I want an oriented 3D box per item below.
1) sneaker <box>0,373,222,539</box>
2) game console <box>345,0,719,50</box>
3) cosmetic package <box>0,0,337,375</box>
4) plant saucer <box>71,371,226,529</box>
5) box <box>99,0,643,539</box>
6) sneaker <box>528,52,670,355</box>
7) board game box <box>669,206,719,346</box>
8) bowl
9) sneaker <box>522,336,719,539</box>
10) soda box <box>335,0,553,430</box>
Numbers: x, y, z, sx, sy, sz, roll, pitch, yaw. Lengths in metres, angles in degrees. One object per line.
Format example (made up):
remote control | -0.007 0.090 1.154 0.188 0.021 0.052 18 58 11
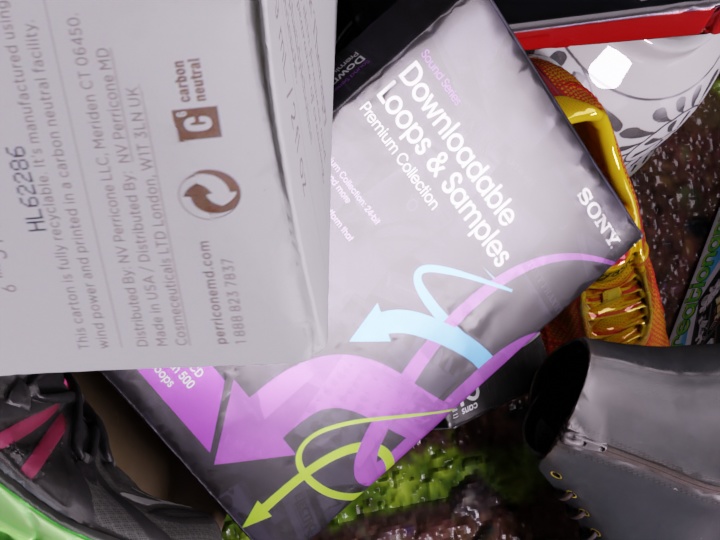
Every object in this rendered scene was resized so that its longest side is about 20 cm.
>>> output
sneaker | -0.121 0.056 0.774 0.200 0.077 0.084 36 70 -28
game console | 0.066 -0.171 0.897 0.175 0.031 0.201 -5 52 -13
cosmetic package | -0.097 -0.094 0.704 0.201 0.165 0.168 -89 174 -45
plant saucer | -0.138 0.064 0.824 0.199 0.029 0.202 5 82 -35
box | 0.000 0.000 0.822 0.200 0.036 0.143 -43 125 -6
sneaker | 0.095 0.002 0.940 0.073 0.077 0.201 -28 126 -3
board game box | 0.205 0.011 1.008 0.035 0.126 0.201 35 67 -26
bowl | 0.107 -0.135 0.976 0.200 0.094 0.202 4 82 -33
sneaker | 0.108 0.100 0.929 0.105 0.201 0.075 9 39 -13
soda box | 0.011 -0.035 0.912 0.063 0.071 0.201 -22 97 -35
